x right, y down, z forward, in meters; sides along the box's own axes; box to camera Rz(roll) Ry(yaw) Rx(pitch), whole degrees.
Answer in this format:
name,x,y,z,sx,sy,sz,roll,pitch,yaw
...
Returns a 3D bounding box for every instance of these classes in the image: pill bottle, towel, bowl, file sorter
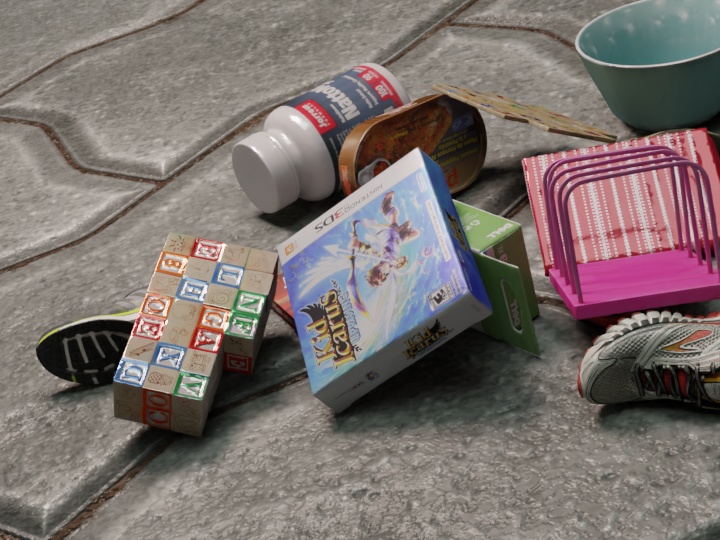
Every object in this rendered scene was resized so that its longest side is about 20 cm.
name,x,y,z,sx,sy,sz,roll,pitch,yaw
pill bottle,-0.043,-0.150,1.941,0.200,0.120,0.120,-31,33,-27
towel,0.272,-0.068,1.682,0.200,0.023,0.145,-9,58,2
bowl,0.353,-0.231,1.915,0.200,0.105,0.201,-11,30,6
file sorter,0.245,-0.043,1.532,0.139,0.126,0.200,-9,9,1

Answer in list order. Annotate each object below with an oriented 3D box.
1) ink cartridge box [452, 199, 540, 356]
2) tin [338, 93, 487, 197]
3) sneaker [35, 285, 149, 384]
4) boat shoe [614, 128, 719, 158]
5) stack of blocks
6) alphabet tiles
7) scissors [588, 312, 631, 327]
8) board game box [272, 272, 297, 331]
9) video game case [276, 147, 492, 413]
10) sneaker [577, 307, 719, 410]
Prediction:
name,x,y,z,sx,sy,sz,roll,pitch,yaw
ink cartridge box,0.114,0.000,1.619,0.059,0.104,0.200,-32,33,-27
tin,0.059,-0.126,1.850,0.200,0.112,0.042,-25,15,-36
sneaker,-0.238,0.059,1.725,0.200,0.074,0.081,-15,21,-16
boat shoe,0.290,-0.109,1.765,0.200,0.076,0.074,-9,12,1
stack of blocks,-0.156,0.061,1.619,0.115,0.059,0.200,12,47,4
alphabet tiles,0.178,-0.172,1.820,0.166,0.006,0.200,7,15,-36
scissors,0.216,0.007,1.653,0.073,0.014,0.200,-25,31,-18
board game box,0.000,0.000,1.760,0.200,0.019,0.103,-25,29,-18
video game case,0.017,0.007,1.580,0.181,0.045,0.200,-35,44,19
sneaker,0.284,0.078,1.433,0.200,0.078,0.082,-15,37,8
